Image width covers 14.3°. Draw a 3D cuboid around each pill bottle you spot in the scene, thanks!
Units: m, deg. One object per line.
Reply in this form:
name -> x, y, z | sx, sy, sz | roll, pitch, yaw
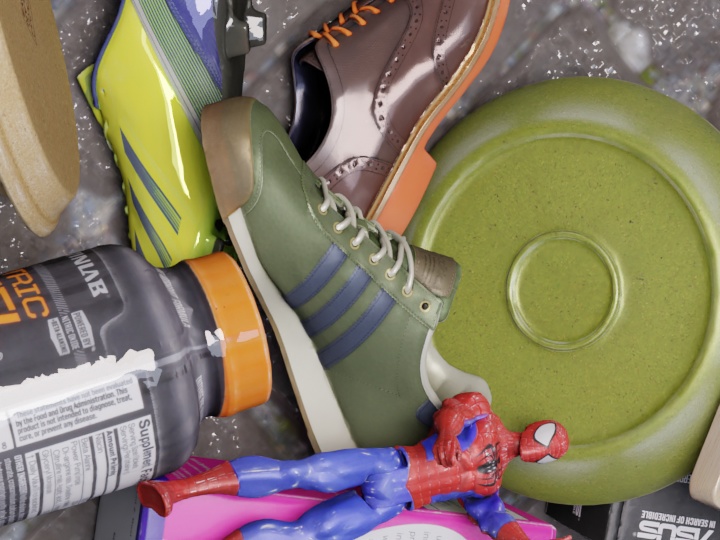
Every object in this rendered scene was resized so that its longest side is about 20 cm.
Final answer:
pill bottle -> -0.141, 0.051, 1.249 | 0.199, 0.106, 0.107 | -16, 101, -17

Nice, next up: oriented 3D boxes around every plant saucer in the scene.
plant saucer -> 0.098, 0.009, 1.340 | 0.198, 0.031, 0.202 | 0, 89, 21

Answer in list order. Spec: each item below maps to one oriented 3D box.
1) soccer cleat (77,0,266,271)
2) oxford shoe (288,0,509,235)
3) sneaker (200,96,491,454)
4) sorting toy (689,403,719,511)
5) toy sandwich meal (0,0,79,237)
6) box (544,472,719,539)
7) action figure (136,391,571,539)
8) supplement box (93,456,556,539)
soccer cleat -> -0.091, -0.062, 1.328 | 0.083, 0.065, 0.202 | 7, 100, 12
oxford shoe -> 0.014, -0.105, 1.334 | 0.072, 0.071, 0.201 | 24, 84, -24
sneaker -> 0.000, 0.000, 1.294 | 0.089, 0.067, 0.201 | -14, 121, 11
sorting toy -> 0.275, 0.049, 1.332 | 0.198, 0.069, 0.201 | 25, 85, -34
toy sandwich meal -> -0.174, -0.103, 1.218 | 0.070, 0.205, 0.207 | -14, 101, 3
box -> 0.208, 0.063, 1.413 | 0.199, 0.086, 0.165 | 10, 94, -18
action figure -> 0.014, 0.102, 1.249 | 0.199, 0.099, 0.066 | -15, 109, -24
supplement box -> -0.022, 0.149, 1.343 | 0.198, 0.103, 0.102 | 9, 93, -17
